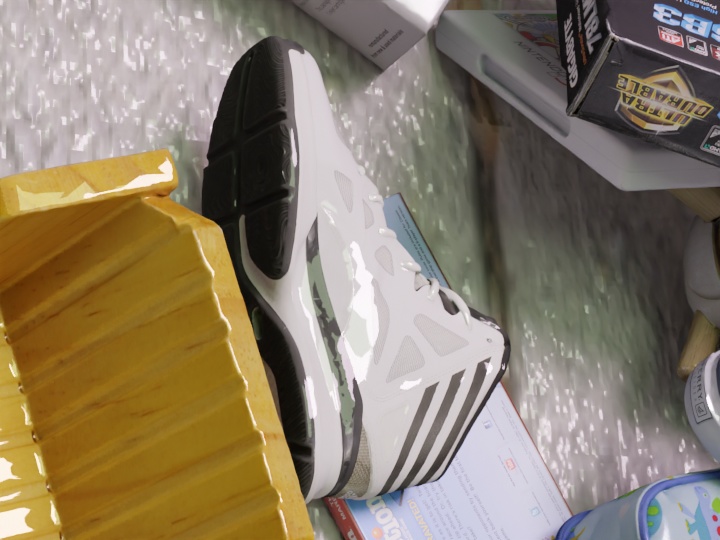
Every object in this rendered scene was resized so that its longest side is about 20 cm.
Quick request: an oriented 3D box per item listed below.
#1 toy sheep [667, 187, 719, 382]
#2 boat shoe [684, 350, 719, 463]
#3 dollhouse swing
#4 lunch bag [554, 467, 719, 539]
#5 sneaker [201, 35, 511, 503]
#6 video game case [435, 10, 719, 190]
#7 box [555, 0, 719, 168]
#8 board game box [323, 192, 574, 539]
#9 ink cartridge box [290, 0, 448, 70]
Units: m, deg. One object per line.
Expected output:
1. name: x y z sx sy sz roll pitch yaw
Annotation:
1. toy sheep: 0.215 0.014 0.923 0.200 0.137 0.139 40 57 -26
2. boat shoe: 0.227 0.098 0.844 0.199 0.067 0.074 35 47 -24
3. dollhouse swing: -0.152 0.078 0.715 0.175 0.181 0.202 -3 70 -47
4. lunch bag: 0.177 0.188 0.855 0.160 0.082 0.202 -4 71 -37
5. sneaker: 0.000 0.000 0.851 0.115 0.075 0.202 1 77 -34
6. video game case: 0.162 -0.087 0.931 0.198 0.023 0.182 -3 27 -26
7. box: 0.183 -0.108 0.861 0.198 0.050 0.199 17 39 -11
8. board game box: 0.022 0.072 0.875 0.102 0.019 0.201 -23 81 -32
9. ink cartridge box: -0.021 -0.216 0.914 0.199 0.084 0.147 36 75 -7
